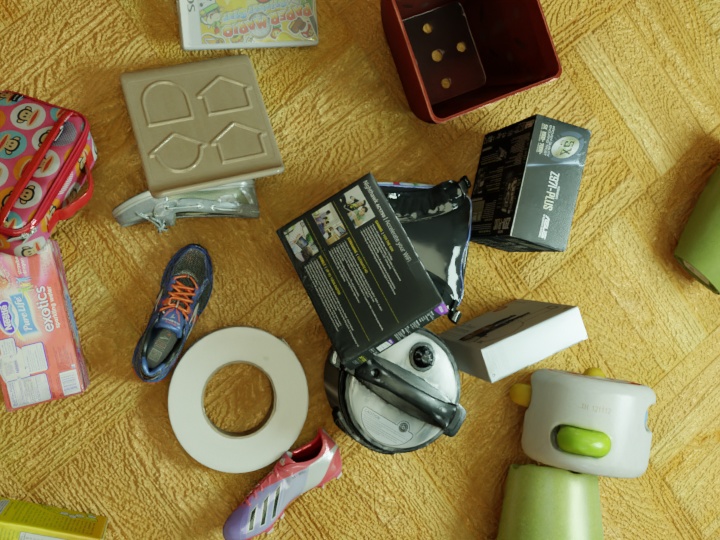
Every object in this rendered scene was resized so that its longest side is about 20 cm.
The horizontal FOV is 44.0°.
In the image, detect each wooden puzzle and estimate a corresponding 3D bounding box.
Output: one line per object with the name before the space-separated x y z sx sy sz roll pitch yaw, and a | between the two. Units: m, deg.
wooden puzzle | -0.215 -0.193 1.203 0.182 0.046 0.203 -13 69 -19

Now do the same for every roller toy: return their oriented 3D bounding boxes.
roller toy | 0.328 0.211 1.288 0.179 0.199 0.143 10 87 -25

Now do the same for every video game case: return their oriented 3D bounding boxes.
video game case | -0.158 -0.402 1.230 0.196 0.023 0.186 -7 99 -21

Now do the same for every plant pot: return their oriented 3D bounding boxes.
plant pot | 0.132 -0.317 1.241 0.196 0.176 0.204 -21 94 -11
plant pot | 0.581 -0.069 1.359 0.186 0.187 0.201 40 97 -10
plant pot | 0.274 0.379 1.285 0.196 0.200 0.189 8 78 -12

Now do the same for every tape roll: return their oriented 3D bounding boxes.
tape roll | -0.170 0.178 1.247 0.198 0.037 0.208 0 90 -13

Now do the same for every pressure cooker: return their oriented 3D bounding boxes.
pressure cooker | 0.042 0.152 1.212 0.172 0.200 0.183 -13 94 -12

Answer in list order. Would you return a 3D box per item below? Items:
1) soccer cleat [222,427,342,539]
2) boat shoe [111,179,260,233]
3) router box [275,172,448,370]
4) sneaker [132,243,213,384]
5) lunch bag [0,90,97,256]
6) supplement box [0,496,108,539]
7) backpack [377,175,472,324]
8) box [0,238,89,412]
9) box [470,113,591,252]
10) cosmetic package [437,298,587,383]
soccer cleat | -0.114 0.299 1.241 0.198 0.067 0.078 -32 117 -16
boat shoe | -0.236 -0.085 1.213 0.198 0.074 0.066 -13 89 -19
router box | 0.000 0.000 1.129 0.147 0.051 0.202 -30 70 5
sneaker | -0.250 0.062 1.207 0.074 0.078 0.204 19 86 -13
lunch bag | -0.424 -0.119 1.123 0.173 0.082 0.203 18 61 4
supplement box | -0.438 0.368 1.151 0.196 0.109 0.111 14 88 -12
backpack | 0.049 -0.035 1.237 0.186 0.154 0.205 10 78 -12
box | -0.426 0.069 1.159 0.101 0.095 0.204 -14 93 -12
box | 0.228 -0.115 1.251 0.084 0.200 0.167 14 87 -12
cosmetic package | 0.205 0.093 1.248 0.148 0.200 0.053 -20 95 -12
